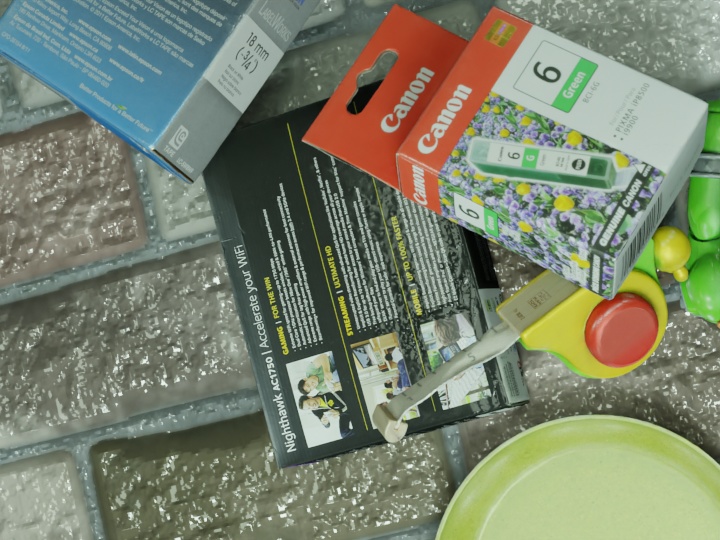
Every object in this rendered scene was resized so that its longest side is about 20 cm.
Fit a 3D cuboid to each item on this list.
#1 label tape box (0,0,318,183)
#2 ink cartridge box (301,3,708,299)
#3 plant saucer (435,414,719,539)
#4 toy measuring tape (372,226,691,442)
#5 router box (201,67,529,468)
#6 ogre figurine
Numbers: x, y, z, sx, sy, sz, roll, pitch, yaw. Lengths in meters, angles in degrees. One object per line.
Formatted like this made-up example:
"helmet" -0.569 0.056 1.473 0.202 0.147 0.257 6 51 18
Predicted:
"label tape box" -0.102 -0.173 1.266 0.144 0.063 0.201 34 87 28
"ink cartridge box" 0.076 -0.079 1.180 0.199 0.050 0.109 27 69 17
"plant saucer" 0.138 0.182 1.232 0.198 0.031 0.202 0 88 17
"toy measuring tape" 0.103 0.046 1.194 0.199 0.074 0.074 -36 79 -2
"router box" 0.000 0.000 1.265 0.148 0.051 0.202 -16 84 18
"ogre figurine" 0.243 -0.006 1.166 0.199 0.098 0.121 25 106 24
